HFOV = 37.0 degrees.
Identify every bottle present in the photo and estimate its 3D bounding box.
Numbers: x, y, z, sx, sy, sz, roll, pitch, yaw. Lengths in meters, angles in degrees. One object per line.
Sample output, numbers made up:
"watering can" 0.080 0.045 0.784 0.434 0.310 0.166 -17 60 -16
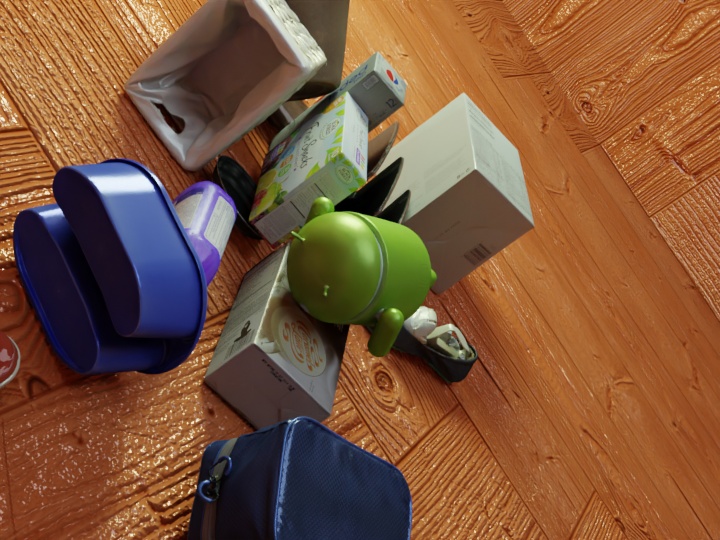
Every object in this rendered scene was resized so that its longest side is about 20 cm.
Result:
"bottle" -0.179 -0.012 1.085 0.065 0.083 0.201 43 27 -21

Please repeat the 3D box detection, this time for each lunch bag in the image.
"lunch bag" -0.063 0.224 0.952 0.199 0.131 0.138 36 47 -35

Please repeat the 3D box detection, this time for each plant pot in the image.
"plant pot" -0.090 -0.316 1.377 0.199 0.198 0.178 0 82 -59

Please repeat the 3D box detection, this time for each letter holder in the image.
"letter holder" 0.020 -0.102 1.465 0.101 0.142 0.201 47 26 -13

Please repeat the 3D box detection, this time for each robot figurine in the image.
"robot figurine" 0.000 0.000 1.154 0.199 0.115 0.177 8 46 -57

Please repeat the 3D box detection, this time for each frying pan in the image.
"frying pan" -0.129 -0.084 1.316 0.116 0.031 0.190 62 15 8

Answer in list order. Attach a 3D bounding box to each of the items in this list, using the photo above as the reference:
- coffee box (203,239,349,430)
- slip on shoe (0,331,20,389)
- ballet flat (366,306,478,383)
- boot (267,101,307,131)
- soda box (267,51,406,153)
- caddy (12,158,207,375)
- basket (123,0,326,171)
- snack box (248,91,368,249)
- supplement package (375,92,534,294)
"coffee box" -0.081 0.074 1.152 0.114 0.079 0.201 46 27 -18
"slip on shoe" -0.329 0.050 0.782 0.199 0.061 0.075 22 39 -51
"ballet flat" 0.089 0.085 1.446 0.199 0.073 0.074 35 32 -35
"boot" -0.151 -0.253 1.454 0.201 0.064 0.187 52 24 -16
"soda box" -0.033 -0.196 1.421 0.063 0.199 0.069 44 27 -21
"caddy" -0.215 -0.003 0.950 0.104 0.141 0.202 -7 65 -55
"basket" -0.154 -0.234 1.270 0.136 0.199 0.123 52 21 -5
"snack box" -0.059 -0.125 1.302 0.053 0.141 0.201 49 19 -22
"supplement package" 0.137 -0.116 1.627 0.147 0.190 0.202 39 30 -29
